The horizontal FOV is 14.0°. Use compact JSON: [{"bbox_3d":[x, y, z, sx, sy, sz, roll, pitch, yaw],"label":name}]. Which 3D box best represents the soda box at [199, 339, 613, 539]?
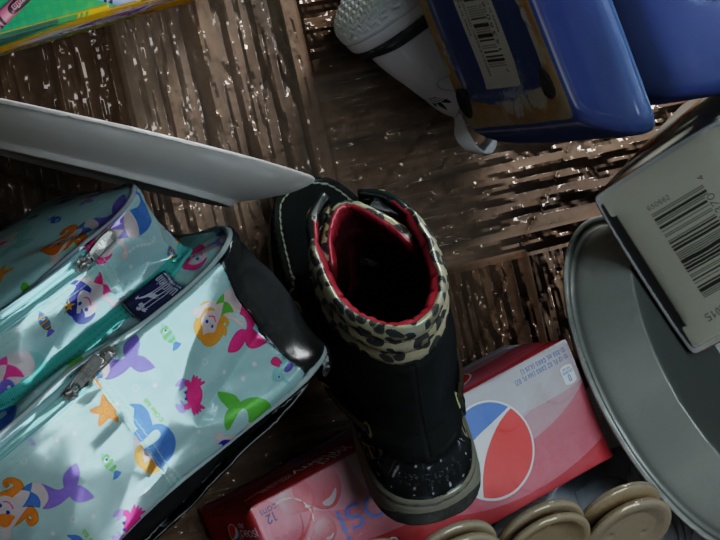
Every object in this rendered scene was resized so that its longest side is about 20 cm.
[{"bbox_3d":[0.024,0.105,1.461,0.199,0.063,0.070,-27,98,-27],"label":"soda box"}]

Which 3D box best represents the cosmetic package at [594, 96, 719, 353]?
[{"bbox_3d":[0.209,-0.048,1.553,0.104,0.087,0.200,57,30,-4],"label":"cosmetic package"}]

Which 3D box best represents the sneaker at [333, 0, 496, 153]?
[{"bbox_3d":[0.079,-0.159,1.546,0.115,0.075,0.200,46,66,-20],"label":"sneaker"}]

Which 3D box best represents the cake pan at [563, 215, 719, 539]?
[{"bbox_3d":[0.182,0.052,1.546,0.200,0.037,0.201,37,36,-33],"label":"cake pan"}]

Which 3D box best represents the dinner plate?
[{"bbox_3d":[-0.119,-0.054,1.324,0.199,0.200,0.024,15,88,-31],"label":"dinner plate"}]

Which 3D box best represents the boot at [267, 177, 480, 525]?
[{"bbox_3d":[0.002,0.000,1.381,0.073,0.154,0.204,-18,53,-7],"label":"boot"}]

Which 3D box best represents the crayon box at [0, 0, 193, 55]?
[{"bbox_3d":[-0.130,-0.144,1.374,0.199,0.119,0.059,-20,94,-34],"label":"crayon box"}]

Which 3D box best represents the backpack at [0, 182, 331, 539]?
[{"bbox_3d":[-0.134,0.062,1.308,0.151,0.177,0.200,46,71,-16],"label":"backpack"}]

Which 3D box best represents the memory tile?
[{"bbox_3d":[0.051,0.170,1.440,0.199,0.154,0.017,-8,48,-28],"label":"memory tile"}]

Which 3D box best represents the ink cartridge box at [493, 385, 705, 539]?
[{"bbox_3d":[0.161,0.170,1.570,0.200,0.041,0.200,48,61,-19],"label":"ink cartridge box"}]

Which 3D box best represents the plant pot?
[{"bbox_3d":[0.125,-0.166,1.422,0.179,0.200,0.201,-25,99,-18],"label":"plant pot"}]
